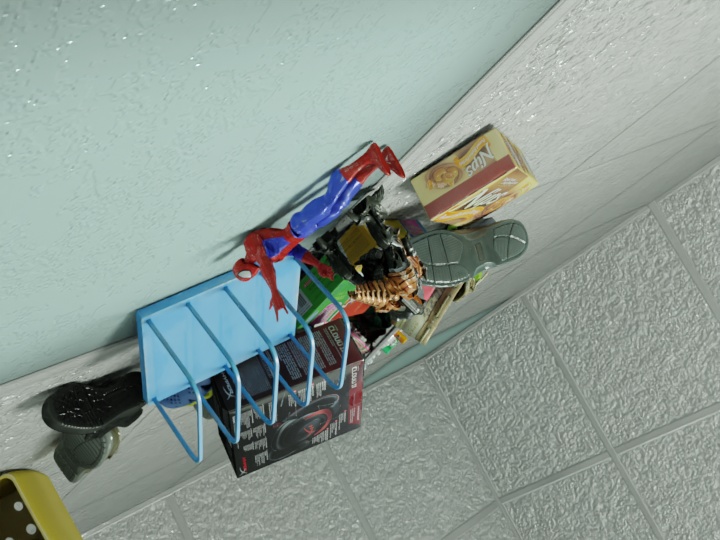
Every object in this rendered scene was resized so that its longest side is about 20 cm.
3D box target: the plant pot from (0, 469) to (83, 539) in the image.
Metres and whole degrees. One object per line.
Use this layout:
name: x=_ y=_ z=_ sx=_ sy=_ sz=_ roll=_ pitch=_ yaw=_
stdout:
plant pot: x=-0.529 y=0.419 z=1.397 sx=0.198 sy=0.202 sz=0.176 roll=-30 pitch=-179 yaw=2

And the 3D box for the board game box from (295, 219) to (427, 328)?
board game box: x=0.000 y=0.000 z=1.190 sx=0.153 sy=0.040 sz=0.199 roll=-46 pitch=165 yaw=20

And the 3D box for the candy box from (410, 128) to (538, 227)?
candy box: x=0.143 y=-0.106 z=1.114 sx=0.114 sy=0.056 sz=0.200 roll=-31 pitch=170 yaw=15

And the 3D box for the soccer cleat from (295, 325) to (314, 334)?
soccer cleat: x=-0.098 y=0.129 z=1.239 sx=0.087 sy=0.069 sz=0.202 roll=-54 pitch=157 yaw=-30

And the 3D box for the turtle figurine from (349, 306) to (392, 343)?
turtle figurine: x=-0.011 y=0.073 z=1.447 sx=0.197 sy=0.102 sz=0.150 roll=-15 pitch=163 yaw=-37

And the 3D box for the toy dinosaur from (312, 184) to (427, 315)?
toy dinosaur: x=0.025 y=-0.006 z=0.988 sx=0.102 sy=0.137 sz=0.200 roll=-38 pitch=180 yaw=-1

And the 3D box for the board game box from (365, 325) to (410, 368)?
board game box: x=0.056 y=0.100 z=1.420 sx=0.200 sy=0.026 sz=0.200 roll=-50 pitch=176 yaw=36

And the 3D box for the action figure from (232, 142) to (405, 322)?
action figure: x=-0.038 y=-0.026 z=0.888 sx=0.198 sy=0.100 sz=0.065 roll=-31 pitch=168 yaw=21

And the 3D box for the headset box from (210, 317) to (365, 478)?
headset box: x=-0.080 y=0.156 z=1.152 sx=0.197 sy=0.075 sz=0.150 roll=-20 pitch=141 yaw=-18

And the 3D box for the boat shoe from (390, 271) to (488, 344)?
boat shoe: x=0.120 y=0.034 z=1.296 sx=0.199 sy=0.062 sz=0.074 roll=-39 pitch=163 yaw=-36

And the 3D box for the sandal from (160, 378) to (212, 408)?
sandal: x=-0.187 y=0.098 z=1.136 sx=0.199 sy=0.080 sz=0.087 roll=-41 pitch=162 yaw=15

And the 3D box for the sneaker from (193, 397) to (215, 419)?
sneaker: x=-0.151 y=0.111 z=1.297 sx=0.145 sy=0.077 sz=0.203 roll=-32 pitch=166 yaw=-45

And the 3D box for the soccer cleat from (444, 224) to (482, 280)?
soccer cleat: x=0.164 y=-0.049 z=1.444 sx=0.066 sy=0.083 sz=0.201 roll=2 pitch=152 yaw=9

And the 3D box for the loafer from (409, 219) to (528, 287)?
loafer: x=0.122 y=-0.020 z=1.180 sx=0.196 sy=0.073 sz=0.063 roll=-11 pitch=-177 yaw=-26

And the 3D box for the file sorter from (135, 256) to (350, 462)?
file sorter: x=-0.123 y=0.092 z=0.999 sx=0.198 sy=0.123 sz=0.141 roll=-24 pitch=141 yaw=-29

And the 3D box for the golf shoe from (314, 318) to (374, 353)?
golf shoe: x=-0.055 y=0.094 z=1.294 sx=0.092 sy=0.073 sz=0.200 roll=-43 pitch=141 yaw=1

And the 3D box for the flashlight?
flashlight: x=0.104 y=-0.006 z=1.237 sx=0.067 sy=0.069 sz=0.199 roll=17 pitch=-143 yaw=38

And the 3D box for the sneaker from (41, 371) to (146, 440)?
sneaker: x=-0.326 y=0.175 z=1.126 sx=0.104 sy=0.061 sz=0.199 roll=-35 pitch=169 yaw=27

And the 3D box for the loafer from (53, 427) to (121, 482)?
loafer: x=-0.375 y=0.237 z=1.293 sx=0.069 sy=0.076 sz=0.199 roll=-36 pitch=180 yaw=-39
